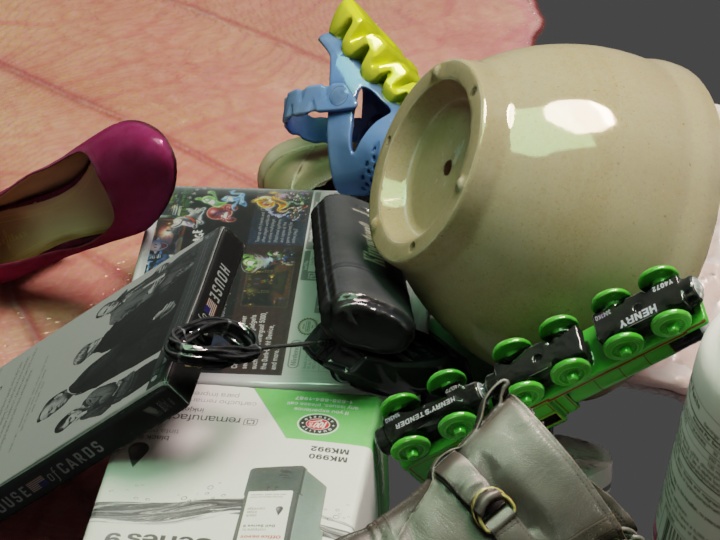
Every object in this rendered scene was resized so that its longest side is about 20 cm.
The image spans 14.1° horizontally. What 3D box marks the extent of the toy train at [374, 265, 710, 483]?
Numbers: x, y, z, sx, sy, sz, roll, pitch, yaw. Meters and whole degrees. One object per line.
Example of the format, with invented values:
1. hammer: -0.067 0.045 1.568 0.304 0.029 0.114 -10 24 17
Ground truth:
1. toy train: 0.100 0.058 1.550 0.199 0.056 0.042 -27 52 17

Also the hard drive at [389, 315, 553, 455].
1. hard drive: 0.007 0.056 1.725 0.199 0.038 0.140 -7 36 -5

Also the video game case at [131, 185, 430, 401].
1. video game case: -0.047 0.015 1.736 0.181 0.023 0.200 2 36 5

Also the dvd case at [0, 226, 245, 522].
1. dvd case: -0.157 0.068 1.628 0.200 0.025 0.151 -32 23 30

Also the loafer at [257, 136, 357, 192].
1. loafer: 0.035 -0.058 1.858 0.199 0.076 0.068 -14 37 0

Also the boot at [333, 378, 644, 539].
1. boot: 0.068 0.174 1.428 0.174 0.069 0.200 -32 87 -15

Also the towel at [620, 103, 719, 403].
1. towel: 0.222 -0.003 1.695 0.190 0.032 0.201 13 60 -14

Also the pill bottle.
1. pill bottle: 0.225 0.084 1.524 0.113 0.201 0.114 5 40 -4

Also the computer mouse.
1. computer mouse: -0.029 0.051 1.583 0.199 0.034 0.059 4 22 -40

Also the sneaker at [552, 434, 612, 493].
1. sneaker: 0.095 0.143 1.576 0.078 0.080 0.200 6 11 6

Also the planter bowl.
1. planter bowl: 0.089 -0.042 1.614 0.134 0.201 0.201 19 28 -25

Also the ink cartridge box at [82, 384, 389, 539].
1. ink cartridge box: -0.068 0.154 1.551 0.145 0.084 0.200 3 35 7

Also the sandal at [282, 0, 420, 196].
1. sandal: 0.018 -0.073 1.783 0.087 0.079 0.200 -40 53 6

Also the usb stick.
1. usb stick: 0.000 0.000 1.659 0.055 0.033 0.200 15 17 -7

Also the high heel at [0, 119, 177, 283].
1. high heel: -0.188 -0.033 1.769 0.096 0.200 0.068 -24 84 -37
